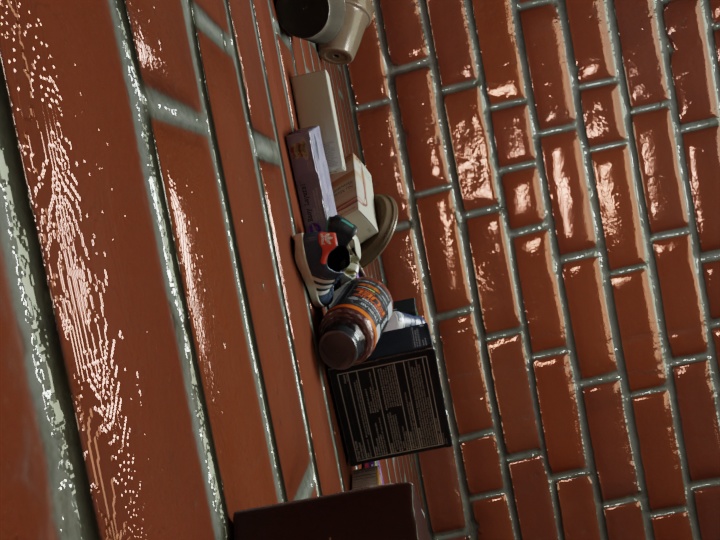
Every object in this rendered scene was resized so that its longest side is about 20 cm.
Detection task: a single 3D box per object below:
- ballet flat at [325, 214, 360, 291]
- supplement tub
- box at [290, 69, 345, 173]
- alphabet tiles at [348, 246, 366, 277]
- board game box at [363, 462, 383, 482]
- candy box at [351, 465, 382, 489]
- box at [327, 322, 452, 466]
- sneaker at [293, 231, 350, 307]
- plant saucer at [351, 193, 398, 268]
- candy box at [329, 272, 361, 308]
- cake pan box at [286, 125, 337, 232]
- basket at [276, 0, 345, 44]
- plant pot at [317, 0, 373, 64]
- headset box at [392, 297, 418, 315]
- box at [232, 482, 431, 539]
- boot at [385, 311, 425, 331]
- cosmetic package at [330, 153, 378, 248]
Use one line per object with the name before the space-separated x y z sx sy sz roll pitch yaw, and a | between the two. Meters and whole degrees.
ballet flat | -0.034 -0.018 1.349 0.203 0.071 0.074 98 -12 -50
supplement tub | -0.011 0.095 1.302 0.200 0.104 0.110 -55 136 -63
box | -0.086 -0.303 1.540 0.068 0.080 0.206 -5 86 -84
alphabet tiles | 0.000 0.000 1.582 0.203 0.006 0.167 61 -1 -18
board game box | 0.036 0.480 1.621 0.121 0.031 0.205 -77 157 -68
candy box | 0.018 0.452 1.298 0.201 0.054 0.119 -88 166 -72
box | 0.054 0.226 1.366 0.124 0.193 0.205 -93 172 -72
sneaker | -0.053 0.000 1.255 0.201 0.082 0.077 71 10 -63
plant saucer | 0.007 -0.094 1.721 0.029 0.199 0.203 33 33 -33
candy box | -0.017 0.105 1.525 0.168 0.069 0.206 64 15 -74
cake pan box | -0.088 -0.168 1.414 0.185 0.051 0.206 -77 156 -73
basket | -0.108 -0.562 1.573 0.201 0.132 0.185 -81 156 -66
plant pot | -0.063 -0.741 2.285 0.200 0.194 0.180 59 37 -76
headset box | 0.064 0.175 1.759 0.093 0.169 0.206 -80 158 -75
box | -0.010 0.316 0.621 0.168 0.159 0.204 72 8 -51
boot | 0.063 0.173 1.625 0.201 0.089 0.074 -53 -136 32
cosmetic package | -0.028 -0.159 1.704 0.087 0.102 0.203 45 26 -39
